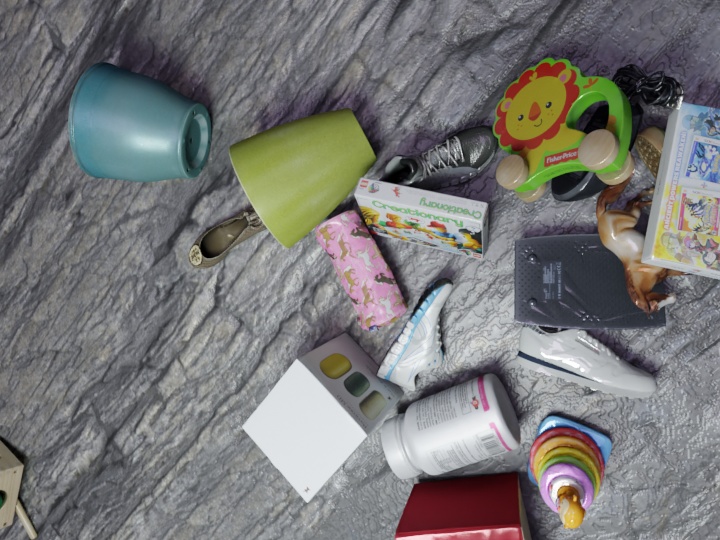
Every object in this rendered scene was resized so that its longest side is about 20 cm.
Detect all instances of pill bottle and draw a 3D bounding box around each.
[{"bbox_3d":[0.138,0.248,0.844,0.197,0.113,0.115,-26,85,20],"label":"pill bottle"}]

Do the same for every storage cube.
[{"bbox_3d":[0.166,0.429,0.806,0.176,0.200,0.175,-12,89,15],"label":"storage cube"}]

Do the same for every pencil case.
[{"bbox_3d":[0.000,0.000,0.896,0.085,0.083,0.203,-24,84,-22],"label":"pencil case"}]

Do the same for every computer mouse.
[{"bbox_3d":[0.345,-0.174,0.744,0.052,0.139,0.202,25,113,-20],"label":"computer mouse"}]

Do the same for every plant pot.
[{"bbox_3d":[-0.079,-0.169,0.877,0.197,0.187,0.190,-29,84,5],"label":"plant pot"},{"bbox_3d":[-0.377,-0.251,0.972,0.183,0.200,0.205,12,98,4],"label":"plant pot"}]

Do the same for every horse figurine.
[{"bbox_3d":[0.379,-0.045,0.726,0.130,0.050,0.203,-25,64,0],"label":"horse figurine"}]

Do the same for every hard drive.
[{"bbox_3d":[0.321,0.018,0.773,0.195,0.042,0.138,0,75,17],"label":"hard drive"}]

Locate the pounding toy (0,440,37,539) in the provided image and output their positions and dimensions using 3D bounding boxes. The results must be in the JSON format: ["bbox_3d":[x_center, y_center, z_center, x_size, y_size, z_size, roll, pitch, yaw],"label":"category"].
[{"bbox_3d":[-0.849,0.511,1.245,0.197,0.141,0.188,23,101,28],"label":"pounding toy"}]

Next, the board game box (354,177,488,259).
[{"bbox_3d":[0.096,-0.079,0.829,0.196,0.127,0.035,15,70,20],"label":"board game box"}]

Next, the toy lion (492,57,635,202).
[{"bbox_3d":[0.268,-0.204,0.741,0.198,0.068,0.196,-6,70,50],"label":"toy lion"}]

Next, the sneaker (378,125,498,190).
[{"bbox_3d":[0.113,-0.161,0.821,0.197,0.115,0.076,-27,85,21],"label":"sneaker"}]

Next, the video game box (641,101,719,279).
[{"bbox_3d":[0.458,-0.088,0.659,0.178,0.047,0.205,14,85,9],"label":"video game box"}]

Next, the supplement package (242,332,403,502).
[{"bbox_3d":[-0.051,0.223,0.867,0.152,0.199,0.151,44,107,11],"label":"supplement package"}]

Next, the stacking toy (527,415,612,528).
[{"bbox_3d":[0.285,0.294,0.744,0.108,0.199,0.119,17,101,18],"label":"stacking toy"}]

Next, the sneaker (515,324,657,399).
[{"bbox_3d":[0.329,0.125,0.786,0.196,0.076,0.082,16,90,18],"label":"sneaker"}]

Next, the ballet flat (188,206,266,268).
[{"bbox_3d":[-0.252,-0.062,1.004,0.197,0.046,0.069,-26,84,21],"label":"ballet flat"}]

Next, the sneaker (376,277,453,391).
[{"bbox_3d":[0.108,0.107,0.876,0.086,0.075,0.203,30,109,5],"label":"sneaker"}]

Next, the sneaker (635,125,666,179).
[{"bbox_3d":[0.466,-0.128,0.722,0.089,0.067,0.202,-36,78,6],"label":"sneaker"}]
